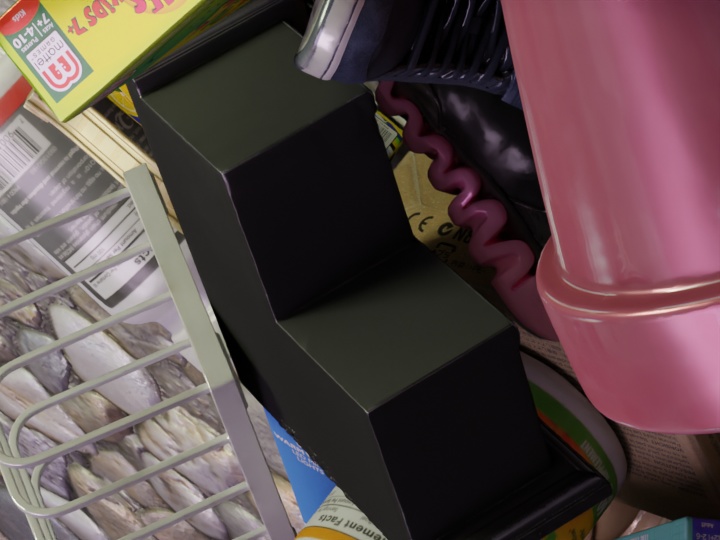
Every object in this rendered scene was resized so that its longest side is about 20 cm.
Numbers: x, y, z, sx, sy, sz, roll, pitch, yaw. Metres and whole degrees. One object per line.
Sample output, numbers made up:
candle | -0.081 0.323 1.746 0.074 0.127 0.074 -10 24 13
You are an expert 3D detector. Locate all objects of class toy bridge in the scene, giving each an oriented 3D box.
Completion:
toy bridge | -0.088 -0.036 1.377 0.200 0.027 0.067 37 -172 -10

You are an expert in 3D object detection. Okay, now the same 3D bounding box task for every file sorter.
file sorter | -0.119 0.077 1.329 0.200 0.124 0.139 74 172 -55

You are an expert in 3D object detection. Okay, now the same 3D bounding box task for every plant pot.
plant pot | 0.138 -0.068 0.956 0.200 0.200 0.180 1 121 56

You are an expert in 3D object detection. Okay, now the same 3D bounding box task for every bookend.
bookend | 0.000 0.000 1.154 0.199 0.092 0.201 42 157 51

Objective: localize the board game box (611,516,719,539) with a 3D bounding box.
board game box | 0.211 0.157 1.275 0.199 0.045 0.152 7 165 -18

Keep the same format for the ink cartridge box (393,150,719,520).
ink cartridge box | 0.106 0.035 1.308 0.199 0.075 0.165 17 149 42

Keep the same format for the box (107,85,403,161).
box | -0.077 -0.098 1.354 0.200 0.064 0.070 40 157 1

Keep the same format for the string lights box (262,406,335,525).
string lights box | 0.004 0.080 1.506 0.059 0.103 0.200 27 155 27

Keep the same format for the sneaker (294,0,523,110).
sneaker | 0.057 -0.095 1.039 0.146 0.077 0.202 23 -164 5

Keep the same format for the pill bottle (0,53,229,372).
pill bottle | -0.128 -0.044 1.463 0.200 0.116 0.116 43 157 -10

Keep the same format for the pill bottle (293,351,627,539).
pill bottle | 0.029 0.140 1.262 0.111 0.200 0.111 32 157 16

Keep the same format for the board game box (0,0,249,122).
board game box | -0.055 -0.133 1.054 0.101 0.200 0.048 -38 93 30

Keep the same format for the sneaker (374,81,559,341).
sneaker | 0.066 -0.072 1.191 0.201 0.095 0.079 58 -167 4

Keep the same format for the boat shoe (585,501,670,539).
boat shoe | 0.132 0.142 1.472 0.065 0.072 0.200 38 163 0

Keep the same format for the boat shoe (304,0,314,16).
boat shoe | -0.084 -0.151 1.280 0.201 0.074 0.063 43 123 16
